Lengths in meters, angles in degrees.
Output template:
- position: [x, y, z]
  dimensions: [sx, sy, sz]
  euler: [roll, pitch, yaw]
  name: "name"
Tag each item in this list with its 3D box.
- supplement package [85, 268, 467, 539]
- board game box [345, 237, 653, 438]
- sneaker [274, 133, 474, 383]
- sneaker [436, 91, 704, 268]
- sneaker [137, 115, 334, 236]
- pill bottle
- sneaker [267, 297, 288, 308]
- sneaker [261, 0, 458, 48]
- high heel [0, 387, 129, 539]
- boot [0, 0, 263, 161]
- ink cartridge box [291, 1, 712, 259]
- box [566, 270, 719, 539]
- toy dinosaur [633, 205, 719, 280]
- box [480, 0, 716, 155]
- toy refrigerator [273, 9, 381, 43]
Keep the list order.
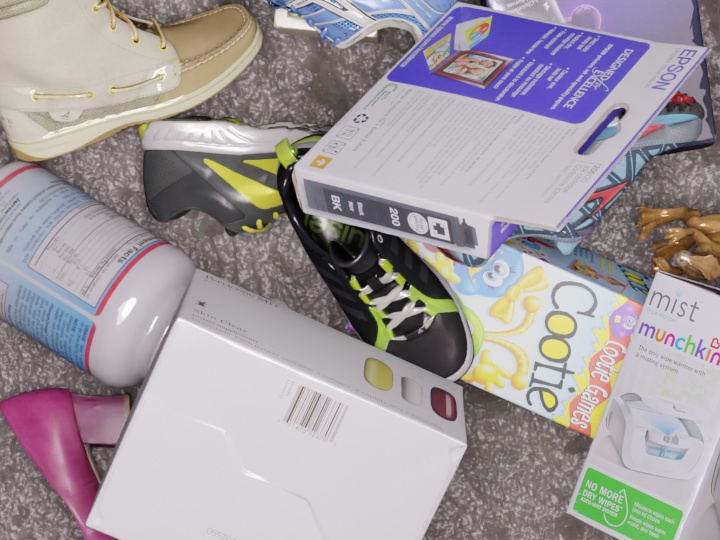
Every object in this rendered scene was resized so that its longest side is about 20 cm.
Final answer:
- position: [-0.052, 0.119, 1.349]
  dimensions: [0.199, 0.111, 0.156]
  euler: [24, 105, -6]
  name: "supplement package"
- position: [0.104, 0.026, 1.464]
  dimensions: [0.199, 0.105, 0.103]
  euler: [24, 104, 2]
  name: "board game box"
- position: [0.000, 0.000, 1.374]
  dimensions: [0.072, 0.083, 0.200]
  euler: [-35, 96, 14]
  name: "sneaker"
- position: [0.136, -0.062, 1.385]
  dimensions: [0.199, 0.079, 0.096]
  euler: [-18, 114, -3]
  name: "sneaker"
- position: [-0.063, -0.065, 1.497]
  dimensions: [0.199, 0.074, 0.085]
  euler: [7, 99, 11]
  name: "sneaker"
- position: [-0.185, 0.013, 1.458]
  dimensions: [0.200, 0.109, 0.109]
  euler: [31, 94, 16]
  name: "pill bottle"
- position: [-0.074, 0.124, 1.509]
  dimensions: [0.105, 0.076, 0.201]
  euler: [25, 93, -17]
  name: "sneaker"
- position: [-0.028, -0.193, 1.415]
  dimensions: [0.199, 0.076, 0.077]
  euler: [6, 91, 5]
  name: "sneaker"
- position: [-0.212, 0.185, 1.502]
  dimensions: [0.096, 0.067, 0.201]
  euler: [-1, 72, -6]
  name: "high heel"
- position: [-0.174, -0.178, 1.446]
  dimensions: [0.199, 0.072, 0.155]
  euler: [-24, 127, -10]
  name: "boot"
- position: [0.092, -0.088, 1.307]
  dimensions: [0.199, 0.198, 0.044]
  euler: [15, 137, 35]
  name: "ink cartridge box"
- position: [0.255, 0.110, 1.417]
  dimensions: [0.097, 0.200, 0.177]
  euler: [24, 94, 41]
  name: "box"
- position: [0.256, -0.024, 1.465]
  dimensions: [0.106, 0.200, 0.061]
  euler: [5, 115, 32]
  name: "toy dinosaur"
- position: [0.160, -0.174, 1.459]
  dimensions: [0.147, 0.104, 0.201]
  euler: [-10, 92, 2]
  name: "box"
- position: [-0.013, -0.267, 1.480]
  dimensions: [0.076, 0.070, 0.201]
  euler: [7, 92, 3]
  name: "toy refrigerator"
